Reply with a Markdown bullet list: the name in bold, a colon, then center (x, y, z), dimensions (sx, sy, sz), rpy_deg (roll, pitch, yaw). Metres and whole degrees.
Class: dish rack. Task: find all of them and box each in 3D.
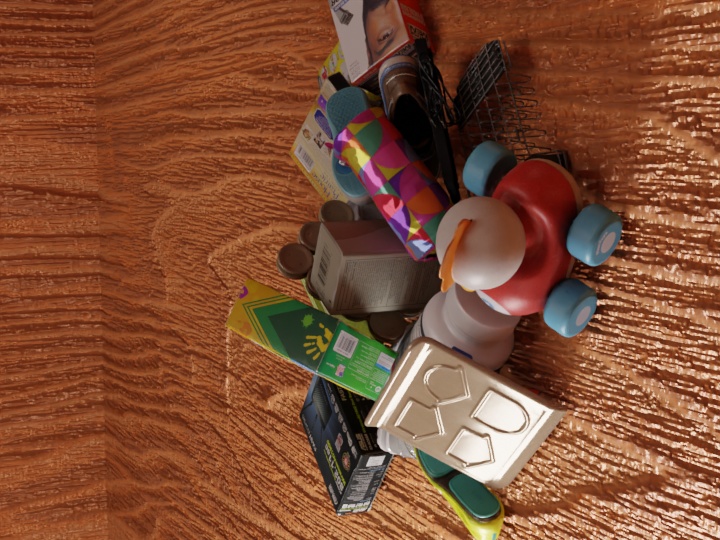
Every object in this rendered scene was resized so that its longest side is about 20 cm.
- **dish rack**: center (0.167, -0.162, 1.495), dimensions (0.154, 0.054, 0.203), rpy_deg (129, 134, -55)

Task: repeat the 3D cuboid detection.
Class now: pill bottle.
- **pill bottle**: center (0.120, 0.091, 1.546), dimensions (0.201, 0.118, 0.121), rpy_deg (118, 141, -47)

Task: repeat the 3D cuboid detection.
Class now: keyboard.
- **keyboard**: center (0.105, -0.188, 1.542), dimensions (0.104, 0.039, 0.203), rpy_deg (52, -154, -68)

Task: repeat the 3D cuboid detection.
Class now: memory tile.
- **memory tile**: center (0.000, 0.000, 1.672), dimensions (0.199, 0.154, 0.017), rpy_deg (34, 143, 9)

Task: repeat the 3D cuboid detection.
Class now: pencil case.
- **pencil case**: center (0.046, -0.103, 1.537), dimensions (0.201, 0.088, 0.089), rpy_deg (53, 145, 13)

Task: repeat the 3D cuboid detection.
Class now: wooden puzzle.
- **wooden puzzle**: center (0.123, 0.163, 1.494), dimensions (0.186, 0.198, 0.047), rpy_deg (117, 176, -47)

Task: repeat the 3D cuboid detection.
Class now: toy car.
- **toy car**: center (0.137, -0.018, 1.338), dimensions (0.184, 0.198, 0.179), rpy_deg (36, 128, 32)

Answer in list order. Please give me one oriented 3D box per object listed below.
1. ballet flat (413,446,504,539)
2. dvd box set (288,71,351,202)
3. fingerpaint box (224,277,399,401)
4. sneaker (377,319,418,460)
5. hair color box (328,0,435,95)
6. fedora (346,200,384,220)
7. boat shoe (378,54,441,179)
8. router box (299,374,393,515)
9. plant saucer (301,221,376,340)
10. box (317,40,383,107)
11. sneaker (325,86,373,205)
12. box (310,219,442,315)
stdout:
- **ballet flat**: center (0.124, 0.276, 1.632), dimensions (0.200, 0.066, 0.068), rpy_deg (-128, 21, -49)
- **dvd box set**: center (-0.028, -0.178, 1.874), dimensions (0.147, 0.029, 0.200), rpy_deg (52, 147, 12)
- **fingerpaint box**: center (-0.050, 0.097, 1.635), dimensions (0.165, 0.199, 0.074), rpy_deg (23, 85, 36)
- **sneaker**: center (0.081, 0.165, 1.724), dimensions (0.081, 0.074, 0.203), rpy_deg (23, 117, 38)
- **hair color box**: center (0.020, -0.357, 1.734), dimensions (0.110, 0.063, 0.203), rpy_deg (-32, 61, 31)
- **fedora**: center (0.019, -0.046, 1.783), dimensions (0.177, 0.089, 0.203), rpy_deg (-126, 41, -50)
- **boat shoe**: center (0.064, -0.174, 1.607), dimensions (0.201, 0.071, 0.073), rpy_deg (65, -167, -46)
- **router box**: center (-0.024, 0.248, 1.944), dimensions (0.151, 0.061, 0.202), rpy_deg (109, 147, -42)
- **plant saucer**: center (-0.042, 0.042, 1.837), dimensions (0.202, 0.047, 0.200), rpy_deg (65, 172, 3)
- **box**: center (-0.008, -0.280, 1.872), dimensions (0.200, 0.048, 0.119), rpy_deg (-41, 56, 57)
- **sneaker**: center (0.012, -0.137, 1.689), dimensions (0.131, 0.078, 0.202), rpy_deg (61, -163, -47)
- **box**: center (0.045, -0.008, 1.601), dimensions (0.078, 0.197, 0.096), rpy_deg (-125, 41, -48)
